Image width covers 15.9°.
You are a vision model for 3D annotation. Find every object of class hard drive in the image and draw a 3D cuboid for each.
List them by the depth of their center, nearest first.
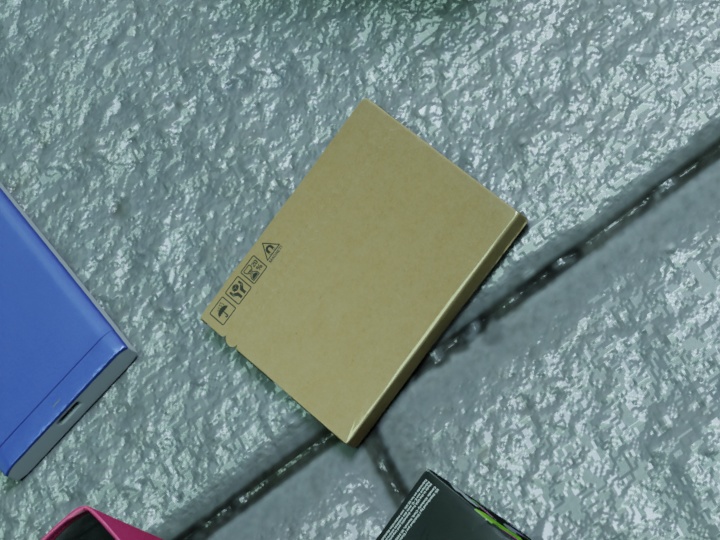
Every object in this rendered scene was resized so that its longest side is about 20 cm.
[{"bbox_3d":[-0.268,0.041,1.933,0.132,0.025,0.200,-46,59,7],"label":"hard drive"}]

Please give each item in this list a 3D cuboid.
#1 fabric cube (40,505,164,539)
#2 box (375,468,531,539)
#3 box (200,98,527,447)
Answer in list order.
[{"bbox_3d":[-0.137,0.300,1.653,0.196,0.199,0.200,-48,59,5],"label":"fabric cube"},{"bbox_3d":[0.101,0.242,1.599,0.200,0.148,0.125,38,90,32],"label":"box"},{"bbox_3d":[0.000,0.000,1.810,0.163,0.021,0.200,38,92,32],"label":"box"}]
